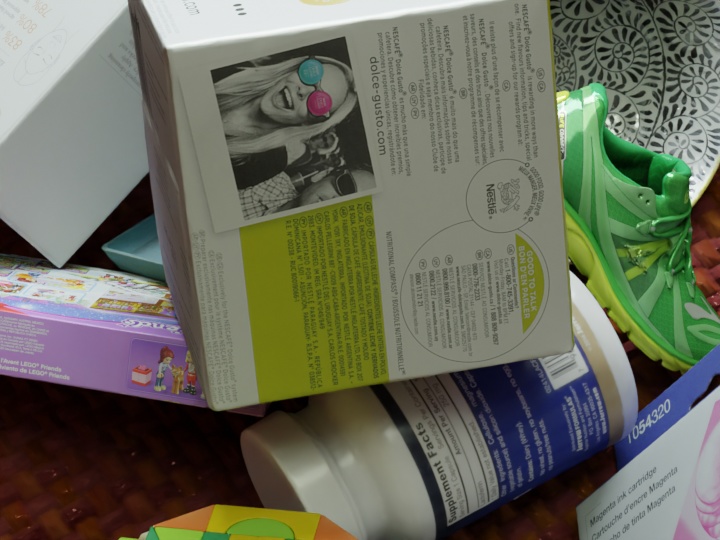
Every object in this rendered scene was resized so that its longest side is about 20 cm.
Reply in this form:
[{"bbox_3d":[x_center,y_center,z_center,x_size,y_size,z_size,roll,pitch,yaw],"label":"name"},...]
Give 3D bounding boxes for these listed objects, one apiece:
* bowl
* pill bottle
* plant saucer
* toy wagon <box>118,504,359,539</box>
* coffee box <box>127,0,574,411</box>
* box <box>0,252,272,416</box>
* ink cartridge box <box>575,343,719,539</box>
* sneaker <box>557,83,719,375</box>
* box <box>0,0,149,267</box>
[{"bbox_3d":[0.116,-0.110,1.761,0.201,0.201,0.094,-31,26,-20],"label":"bowl"},{"bbox_3d":[0.042,0.084,1.638,0.200,0.116,0.116,-27,60,-15],"label":"pill bottle"},{"bbox_3d":[-0.051,0.000,1.700,0.200,0.019,0.070,13,32,34],"label":"plant saucer"},{"bbox_3d":[-0.059,0.181,1.484,0.155,0.040,0.200,4,25,7],"label":"toy wagon"},{"bbox_3d":[-0.007,-0.066,1.563,0.197,0.200,0.200,-9,22,-8],"label":"coffee box"},{"bbox_3d":[-0.138,0.034,1.670,0.200,0.039,0.137,9,12,6],"label":"box"},{"bbox_3d":[0.184,0.123,1.571,0.043,0.196,0.200,14,51,-27],"label":"ink cartridge box"},{"bbox_3d":[0.160,-0.020,1.677,0.084,0.200,0.074,-33,23,11],"label":"sneaker"},{"bbox_3d":[-0.162,-0.124,1.729,0.200,0.097,0.124,-47,43,-3],"label":"box"}]
